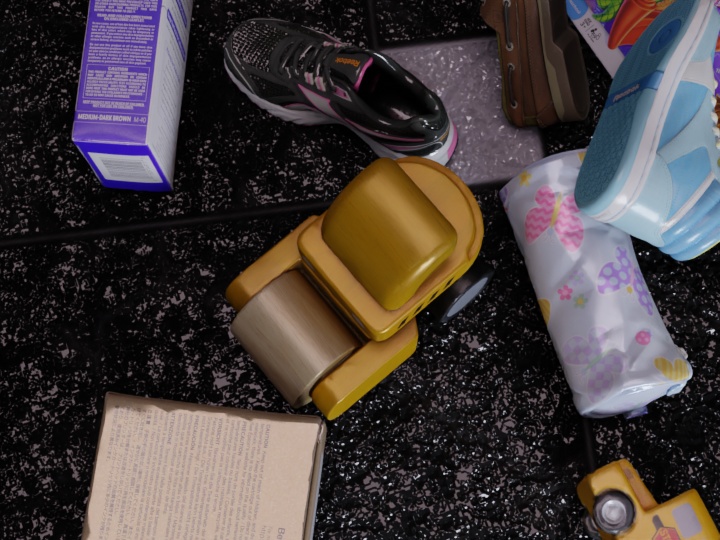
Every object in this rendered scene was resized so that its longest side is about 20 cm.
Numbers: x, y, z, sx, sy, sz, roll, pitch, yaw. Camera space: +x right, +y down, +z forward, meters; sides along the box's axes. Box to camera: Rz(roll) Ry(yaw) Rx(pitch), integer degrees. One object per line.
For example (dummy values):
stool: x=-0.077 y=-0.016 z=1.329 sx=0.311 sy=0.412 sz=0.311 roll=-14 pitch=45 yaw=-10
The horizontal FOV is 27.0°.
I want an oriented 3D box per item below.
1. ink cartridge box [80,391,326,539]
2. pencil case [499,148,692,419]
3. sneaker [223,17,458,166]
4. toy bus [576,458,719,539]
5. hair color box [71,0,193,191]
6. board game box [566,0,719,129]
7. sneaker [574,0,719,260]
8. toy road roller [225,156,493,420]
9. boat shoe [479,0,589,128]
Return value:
ink cartridge box: x=-0.117 y=0.200 z=1.083 sx=0.163 sy=0.075 sz=0.202 roll=8 pitch=75 yaw=2
pencil case: x=0.175 y=0.009 z=1.122 sx=0.090 sy=0.083 sz=0.202 roll=-22 pitch=74 yaw=10
sneaker: x=-0.013 y=-0.152 z=1.169 sx=0.198 sy=0.086 sz=0.081 roll=22 pitch=75 yaw=8
toy bus: x=0.229 y=0.228 z=1.072 sx=0.078 sy=0.065 sz=0.201 roll=-24 pitch=76 yaw=-5
hair color box: x=-0.173 y=-0.175 z=1.167 sx=0.064 sy=0.109 sz=0.202 roll=5 pitch=75 yaw=4
board game box: x=0.265 y=-0.171 z=1.160 sx=0.134 sy=0.045 sz=0.201 roll=-38 pitch=75 yaw=20
sneaker: x=0.246 y=-0.098 z=1.111 sx=0.130 sy=0.079 sz=0.201 roll=32 pitch=73 yaw=-17
toy road roller: x=0.000 y=0.000 z=1.097 sx=0.200 sy=0.146 sz=0.123 roll=-40 pitch=77 yaw=-9
boat shoe: x=0.122 y=-0.208 z=1.157 sx=0.067 sy=0.072 sz=0.202 roll=-7 pitch=101 yaw=26
